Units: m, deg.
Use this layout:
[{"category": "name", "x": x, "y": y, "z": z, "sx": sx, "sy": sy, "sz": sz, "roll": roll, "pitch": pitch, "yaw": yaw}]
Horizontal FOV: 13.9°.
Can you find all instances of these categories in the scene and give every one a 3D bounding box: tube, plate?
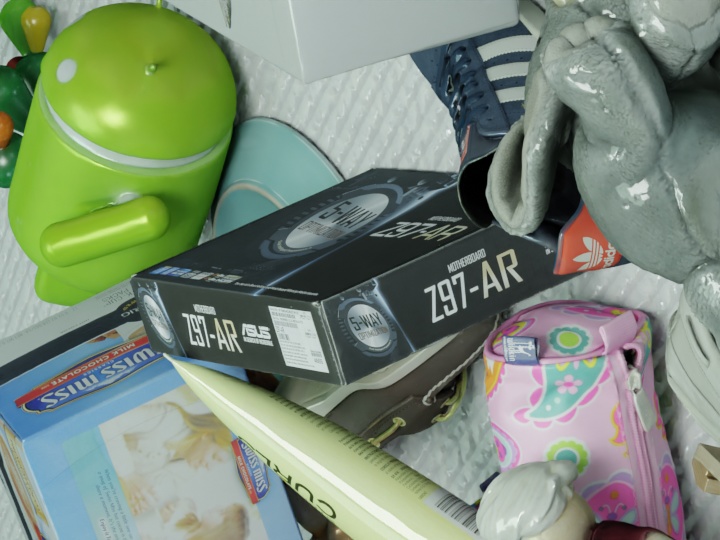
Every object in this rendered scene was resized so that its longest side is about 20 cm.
[{"category": "tube", "x": -0.011, "y": 0.102, "z": 1.475, "sx": 0.200, "sy": 0.052, "sz": 0.058, "roll": 35, "pitch": 138, "yaw": 15}, {"category": "plate", "x": -0.039, "y": 0.011, "z": 1.686, "sx": 0.200, "sy": 0.025, "sz": 0.201, "roll": 39, "pitch": 140, "yaw": 43}]

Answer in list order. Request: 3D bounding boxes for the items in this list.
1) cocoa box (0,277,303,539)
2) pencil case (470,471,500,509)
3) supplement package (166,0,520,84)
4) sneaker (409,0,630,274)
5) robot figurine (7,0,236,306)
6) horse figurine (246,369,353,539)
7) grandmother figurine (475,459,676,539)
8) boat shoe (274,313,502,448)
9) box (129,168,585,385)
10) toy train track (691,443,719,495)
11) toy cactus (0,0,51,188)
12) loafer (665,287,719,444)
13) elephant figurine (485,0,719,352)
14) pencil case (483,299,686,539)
[{"category": "cocoa box", "x": -0.117, "y": 0.128, "z": 1.636, "sx": 0.131, "sy": 0.133, "sz": 0.201, "roll": 39, "pitch": 150, "yaw": 61}, {"category": "pencil case", "x": 0.050, "y": 0.178, "z": 1.584, "sx": 0.089, "sy": 0.088, "sz": 0.200, "roll": 62, "pitch": 152, "yaw": 11}, {"category": "supplement package", "x": -0.024, "y": -0.179, "z": 1.398, "sx": 0.200, "sy": 0.117, "sz": 0.118, "roll": 34, "pitch": 137, "yaw": 59}, {"category": "sneaker", "x": 0.065, "y": -0.068, "z": 1.381, "sx": 0.200, "sy": 0.084, "sz": 0.075, "roll": 43, "pitch": 143, "yaw": 40}, {"category": "robot figurine", "x": -0.136, "y": -0.067, "z": 1.693, "sx": 0.176, "sy": 0.115, "sz": 0.201, "roll": -92, "pitch": 17, "yaw": -46}, {"category": "horse figurine", "x": -0.029, "y": 0.138, "z": 1.717, "sx": 0.201, "sy": 0.050, "sz": 0.133, "roll": 57, "pitch": 151, "yaw": 4}, {"category": "grandmother figurine", "x": 0.142, "y": 0.146, "z": 1.334, "sx": 0.199, "sy": 0.061, "sz": 0.121, "roll": 28, "pitch": 157, "yaw": 17}, {"category": "boat shoe", "x": 0.021, "y": 0.056, "z": 1.573, "sx": 0.059, "sy": 0.072, "sz": 0.200, "roll": 33, "pitch": 142, "yaw": -18}, {"category": "box", "x": 0.000, "y": 0.000, "z": 1.464, "sx": 0.200, "sy": 0.160, "sz": 0.044, "roll": 7, "pitch": 118, "yaw": 60}, {"category": "toy train track", "x": 0.191, "y": 0.127, "z": 1.289, "sx": 0.200, "sy": 0.114, "sz": 0.033, "roll": -131, "pitch": 57, "yaw": -65}, {"category": "toy cactus", "x": -0.212, "y": -0.087, "z": 1.813, "sx": 0.165, "sy": 0.102, "sz": 0.200, "roll": 42, "pitch": -160, "yaw": -18}, {"category": "loafer", "x": 0.198, "y": 0.067, "z": 1.259, "sx": 0.200, "sy": 0.070, "sz": 0.070, "roll": 40, "pitch": 150, "yaw": 43}, {"category": "elephant figurine", "x": 0.117, "y": -0.069, "z": 1.270, "sx": 0.141, "sy": 0.155, "sz": 0.200, "roll": 41, "pitch": 169, "yaw": -18}, {"category": "pencil case", "x": 0.115, "y": 0.112, "z": 1.422, "sx": 0.087, "sy": 0.087, "sz": 0.201, "roll": 15, "pitch": 120, "yaw": 56}]
